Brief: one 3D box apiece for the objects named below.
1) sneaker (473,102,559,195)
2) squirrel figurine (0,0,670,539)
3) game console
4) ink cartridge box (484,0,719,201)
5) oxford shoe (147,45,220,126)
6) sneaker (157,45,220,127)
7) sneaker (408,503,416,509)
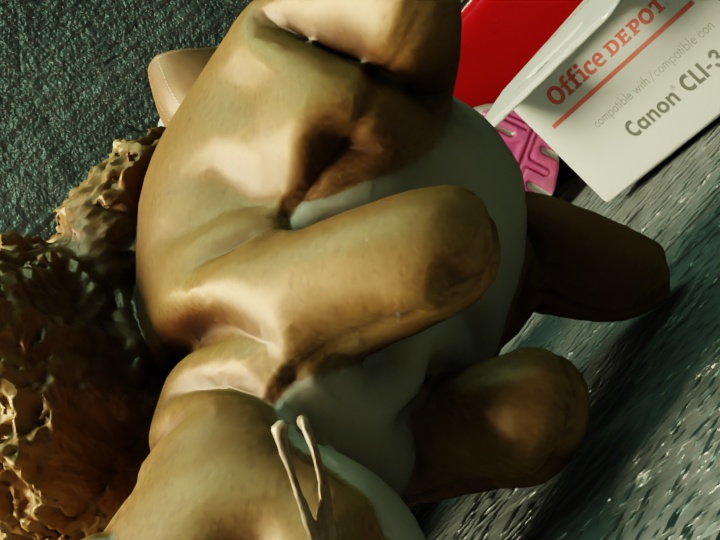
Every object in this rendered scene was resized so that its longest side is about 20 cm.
[{"bbox_3d":[0.027,-0.013,0.826,0.200,0.081,0.088,-46,5,21],"label":"sneaker"},{"bbox_3d":[-0.036,0.038,0.421,0.198,0.142,0.188,-5,51,32],"label":"squirrel figurine"},{"bbox_3d":[0.089,-0.117,0.844,0.200,0.118,0.173,-44,15,42],"label":"game console"},{"bbox_3d":[0.135,-0.108,0.647,0.200,0.067,0.116,-49,3,-37],"label":"ink cartridge box"},{"bbox_3d":[-0.029,-0.098,0.814,0.071,0.072,0.199,-45,-18,32],"label":"oxford shoe"},{"bbox_3d":[-0.028,-0.100,0.905,0.201,0.114,0.075,-52,43,-6],"label":"sneaker"},{"bbox_3d":[-0.024,0.078,0.543,0.088,0.074,0.200,-50,0,42],"label":"sneaker"}]
